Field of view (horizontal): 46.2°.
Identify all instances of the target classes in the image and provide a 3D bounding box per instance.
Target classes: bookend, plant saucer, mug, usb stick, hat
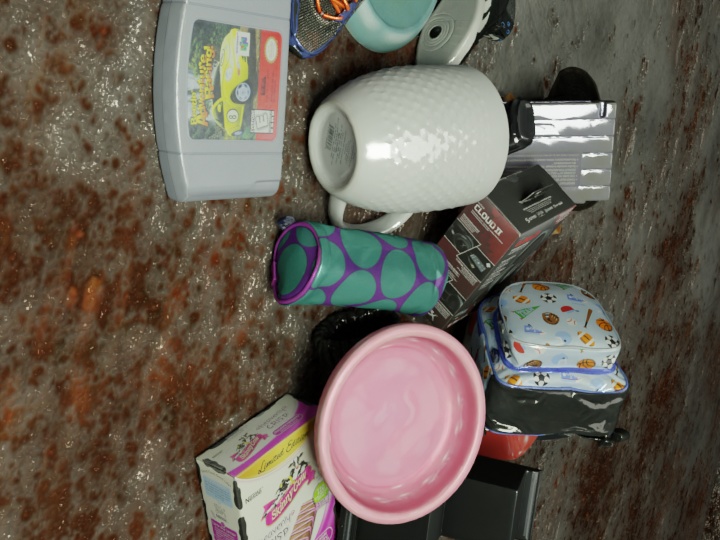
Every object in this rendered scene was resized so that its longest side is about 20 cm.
[{"bbox_3d":[0.097,0.278,0.976,0.198,0.196,0.094,-11,110,-72],"label":"bookend"},{"bbox_3d":[0.037,0.153,0.865,0.197,0.051,0.206,-4,98,-29],"label":"plant saucer"},{"bbox_3d":[0.037,-0.336,0.895,0.198,0.027,0.205,-20,115,-48],"label":"plant saucer"},{"bbox_3d":[0.033,-0.113,0.877,0.173,0.148,0.202,-11,140,-36],"label":"mug"},{"bbox_3d":[0.125,-0.141,0.942,0.032,0.199,0.057,5,82,-26],"label":"usb stick"},{"bbox_3d":[0.272,-0.180,1.190,0.079,0.201,0.205,-9,113,-12],"label":"hat"}]

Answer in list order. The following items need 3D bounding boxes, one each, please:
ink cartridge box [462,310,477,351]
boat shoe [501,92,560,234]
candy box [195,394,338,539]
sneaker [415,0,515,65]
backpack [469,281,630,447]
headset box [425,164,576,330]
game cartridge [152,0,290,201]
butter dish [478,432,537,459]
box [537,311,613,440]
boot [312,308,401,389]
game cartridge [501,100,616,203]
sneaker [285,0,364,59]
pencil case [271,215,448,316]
[{"bbox_3d":[0.234,0.110,1.125,0.051,0.196,0.165,86,18,-55],"label":"ink cartridge box"},{"bbox_3d":[0.208,-0.133,1.145,0.070,0.069,0.204,-33,107,-57],"label":"boat shoe"},{"bbox_3d":[-0.089,0.253,0.878,0.136,0.060,0.204,-31,124,-45],"label":"candy box"},{"bbox_3d":[0.138,-0.287,1.005,0.112,0.072,0.204,38,69,-49],"label":"sneaker"},{"bbox_3d":[0.214,0.099,1.012,0.195,0.191,0.157,8,114,-10],"label":"backpack"},{"bbox_3d":[0.162,-0.035,1.030,0.148,0.077,0.201,-25,158,-48],"label":"headset box"},{"bbox_3d":[-0.119,-0.163,0.734,0.132,0.040,0.205,-9,108,-47],"label":"game cartridge"},{"bbox_3d":[0.220,0.179,1.197,0.200,0.146,0.202,-48,134,-32],"label":"butter dish"},{"bbox_3d":[0.320,0.164,1.339,0.158,0.050,0.203,120,-5,-75],"label":"box"},{"bbox_3d":[0.033,0.108,0.981,0.210,0.078,0.161,-27,122,-45],"label":"boot"},{"bbox_3d":[0.223,-0.150,1.081,0.039,0.195,0.132,-86,176,-67],"label":"game cartridge"},{"bbox_3d":[-0.009,-0.286,0.785,0.075,0.078,0.202,35,84,-34],"label":"sneaker"},{"bbox_3d":[0.000,0.000,0.875,0.197,0.091,0.087,8,79,-42],"label":"pencil case"}]
